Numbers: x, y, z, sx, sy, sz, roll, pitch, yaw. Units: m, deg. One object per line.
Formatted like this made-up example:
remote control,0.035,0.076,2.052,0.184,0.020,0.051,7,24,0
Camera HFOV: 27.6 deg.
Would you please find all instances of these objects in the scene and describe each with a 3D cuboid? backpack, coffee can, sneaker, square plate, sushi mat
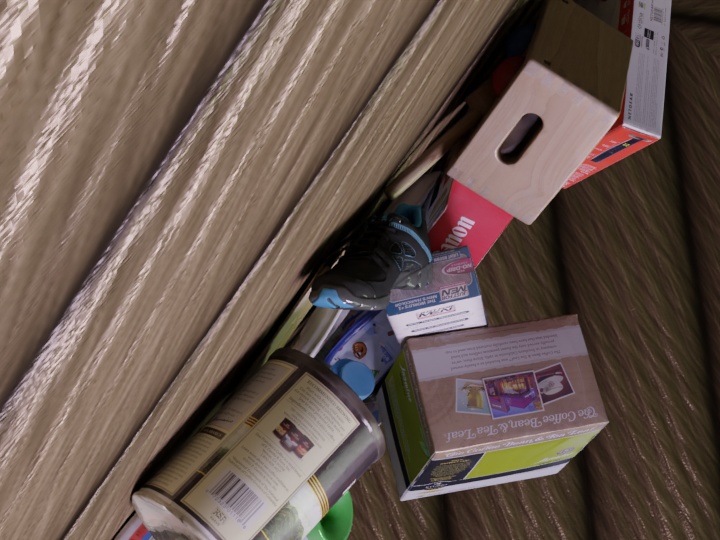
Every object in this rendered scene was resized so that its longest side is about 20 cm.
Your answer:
backpack,0.043,0.067,1.768,0.191,0.154,0.200,-47,167,-6
coffee can,-0.095,0.192,1.382,0.200,0.146,0.146,-45,173,-25
sneaker,0.009,-0.012,1.380,0.200,0.073,0.082,-27,121,-63
square plate,0.000,0.000,1.570,0.198,0.028,0.200,-53,177,-43
sushi mat,-0.071,0.055,1.457,0.200,0.012,0.096,-54,174,23

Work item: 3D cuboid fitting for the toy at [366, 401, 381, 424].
toy,-0.067,0.184,1.846,0.200,0.047,0.115,-27,-154,18

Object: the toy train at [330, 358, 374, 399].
toy train,-0.082,0.159,1.570,0.200,0.085,0.116,-18,161,-37

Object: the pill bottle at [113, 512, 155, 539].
pill bottle,-0.156,0.320,1.492,0.112,0.200,0.112,-51,174,-7

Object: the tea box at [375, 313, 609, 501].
tea box,0.140,0.155,1.626,0.200,0.134,0.197,-8,159,-15

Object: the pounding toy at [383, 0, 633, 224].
pounding toy,0.147,-0.151,1.444,0.200,0.142,0.184,-54,-172,37

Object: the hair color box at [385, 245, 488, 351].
hair color box,0.082,0.040,1.569,0.100,0.061,0.200,-13,161,4

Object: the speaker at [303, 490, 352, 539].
speaker,-0.111,0.259,1.560,0.200,0.089,0.088,-7,-158,30

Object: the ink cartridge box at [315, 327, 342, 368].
ink cartridge box,-0.039,0.120,2.021,0.163,0.057,0.200,-52,170,-6

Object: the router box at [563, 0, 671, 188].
router box,0.255,-0.208,1.561,0.179,0.049,0.200,-30,-132,60

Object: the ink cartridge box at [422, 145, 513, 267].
ink cartridge box,0.111,-0.063,1.602,0.200,0.084,0.176,122,-9,-54
